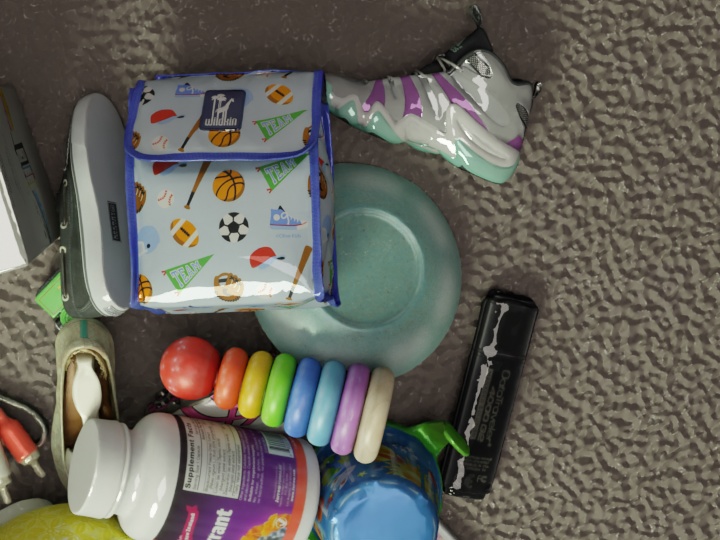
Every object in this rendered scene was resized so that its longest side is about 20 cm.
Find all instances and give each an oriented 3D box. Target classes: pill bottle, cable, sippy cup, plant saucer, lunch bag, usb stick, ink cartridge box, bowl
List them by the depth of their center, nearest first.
[{"bbox_3d":[-0.347,-0.065,1.225,0.147,0.200,0.145,-17,99,-2],"label":"ink cartridge box"},{"bbox_3d":[-0.107,-0.068,1.245,0.170,0.124,0.200,-1,84,5],"label":"lunch bag"},{"bbox_3d":[-0.146,0.185,1.294,0.200,0.111,0.112,13,100,-24],"label":"pill bottle"},{"bbox_3d":[0.000,0.000,1.323,0.201,0.039,0.201,2,82,-13],"label":"plant saucer"},{"bbox_3d":[0.014,0.213,1.331,0.139,0.130,0.178,12,98,-7],"label":"sippy cup"},{"bbox_3d":[-0.287,0.271,1.335,0.200,0.200,0.108,-42,59,3],"label":"bowl"},{"bbox_3d":[-0.349,0.112,1.336,0.097,0.050,0.200,-29,100,-16],"label":"cable"},{"bbox_3d":[0.119,0.117,1.395,0.055,0.033,0.200,11,100,-15],"label":"usb stick"}]

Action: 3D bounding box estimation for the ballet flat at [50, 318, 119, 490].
[{"bbox_3d":[-0.245,0.139,1.326,0.067,0.062,0.200,-7,115,-9],"label":"ballet flat"}]

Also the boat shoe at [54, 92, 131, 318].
[{"bbox_3d":[-0.236,-0.055,1.286,0.057,0.069,0.200,-14,72,24],"label":"boat shoe"}]

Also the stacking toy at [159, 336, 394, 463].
[{"bbox_3d":[-0.075,0.105,1.283,0.200,0.085,0.086,13,100,0],"label":"stacking toy"}]

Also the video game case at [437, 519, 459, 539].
[{"bbox_3d":[0.007,0.297,1.424,0.182,0.024,0.200,-41,101,3],"label":"video game case"}]

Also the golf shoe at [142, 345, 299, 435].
[{"bbox_3d":[-0.097,0.123,1.353,0.200,0.073,0.092,-18,102,-2],"label":"golf shoe"}]

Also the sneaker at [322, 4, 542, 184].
[{"bbox_3d":[0.065,-0.173,1.316,0.200,0.078,0.140,20,96,-17],"label":"sneaker"}]

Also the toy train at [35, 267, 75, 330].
[{"bbox_3d":[-0.211,-0.027,1.331,0.056,0.042,0.200,44,94,-1],"label":"toy train"}]
